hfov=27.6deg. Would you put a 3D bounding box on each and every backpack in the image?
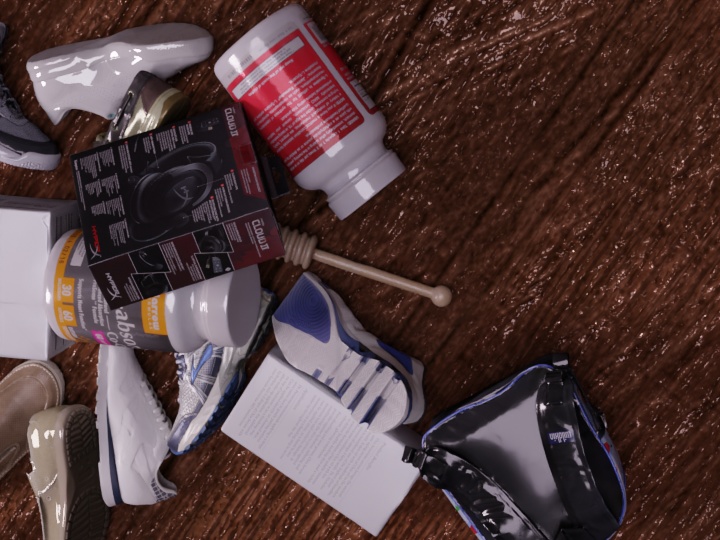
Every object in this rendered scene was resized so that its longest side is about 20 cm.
[{"bbox_3d":[0.174,0.201,1.476,0.199,0.154,0.192,-31,86,17],"label":"backpack"}]

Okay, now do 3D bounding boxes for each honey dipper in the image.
[{"bbox_3d":[0.000,0.000,1.524,0.198,0.038,0.038,20,101,2],"label":"honey dipper"}]

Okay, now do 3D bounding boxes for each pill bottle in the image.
[{"bbox_3d":[-0.046,-0.156,1.465,0.112,0.112,0.201,-36,93,12],"label":"pill bottle"},{"bbox_3d":[-0.209,0.021,1.477,0.198,0.116,0.118,5,100,17],"label":"pill bottle"}]

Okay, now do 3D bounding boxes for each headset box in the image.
[{"bbox_3d":[-0.168,-0.067,1.413,0.198,0.078,0.150,-18,52,-2],"label":"headset box"}]

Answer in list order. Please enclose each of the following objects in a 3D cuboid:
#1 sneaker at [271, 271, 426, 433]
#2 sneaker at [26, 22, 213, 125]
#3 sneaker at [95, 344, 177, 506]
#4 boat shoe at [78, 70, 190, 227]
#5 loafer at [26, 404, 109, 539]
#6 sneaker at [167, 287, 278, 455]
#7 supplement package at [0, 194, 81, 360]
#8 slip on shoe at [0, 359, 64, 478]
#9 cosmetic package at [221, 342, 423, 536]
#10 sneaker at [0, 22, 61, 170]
[{"bbox_3d":[0.000,0.098,1.520,0.081,0.115,0.199,-49,61,10],"label":"sneaker"},{"bbox_3d":[-0.240,-0.199,1.514,0.198,0.075,0.089,-9,113,12],"label":"sneaker"},{"bbox_3d":[-0.242,0.154,1.570,0.080,0.076,0.202,-3,106,-1],"label":"sneaker"},{"bbox_3d":[-0.243,-0.120,1.509,0.066,0.072,0.201,44,123,12],"label":"boat shoe"},{"bbox_3d":[-0.321,0.234,1.588,0.068,0.075,0.202,13,109,31],"label":"loafer"},{"bbox_3d":[-0.162,0.097,1.550,0.085,0.077,0.201,28,94,11],"label":"sneaker"},{"bbox_3d":[-0.402,0.001,1.539,0.198,0.111,0.158,5,100,8],"label":"supplement package"},{"bbox_3d":[-0.397,0.180,1.594,0.076,0.061,0.200,45,102,-1],"label":"slip on shoe"},{"bbox_3d":[-0.034,0.175,1.538,0.199,0.071,0.102,35,102,1],"label":"cosmetic package"},{"bbox_3d":[-0.383,-0.193,1.522,0.199,0.075,0.114,32,105,4],"label":"sneaker"}]
